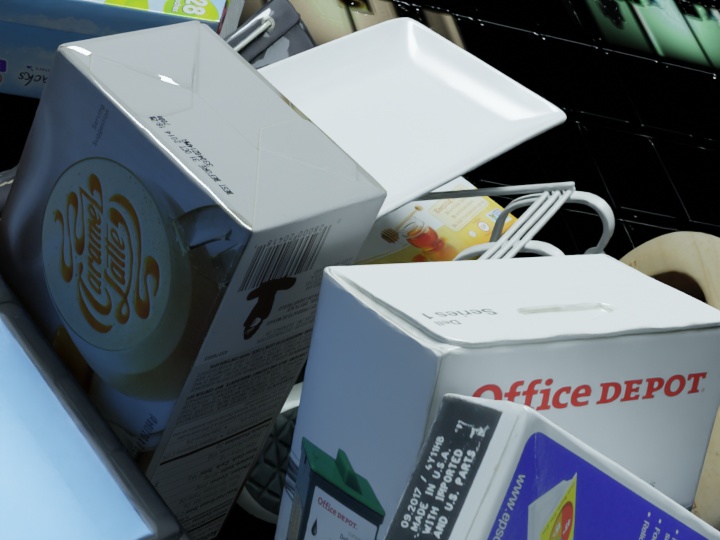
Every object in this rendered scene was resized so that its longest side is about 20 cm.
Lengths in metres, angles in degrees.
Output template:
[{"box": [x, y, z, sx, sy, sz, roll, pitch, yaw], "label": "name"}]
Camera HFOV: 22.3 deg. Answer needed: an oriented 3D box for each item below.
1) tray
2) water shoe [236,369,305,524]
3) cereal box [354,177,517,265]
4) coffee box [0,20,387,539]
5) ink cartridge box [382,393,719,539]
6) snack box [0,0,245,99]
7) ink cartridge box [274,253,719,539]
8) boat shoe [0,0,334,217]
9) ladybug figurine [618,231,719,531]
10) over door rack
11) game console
[{"box": [0.003, -0.064, 0.846, 0.107, 0.022, 0.200, 34, 36, 23], "label": "tray"}, {"box": [0.004, 0.068, 0.860, 0.199, 0.072, 0.079, -10, 21, -38], "label": "water shoe"}, {"box": [-0.030, -0.049, 0.989, 0.200, 0.040, 0.144, 38, 39, 15], "label": "cereal box"}, {"box": [-0.087, 0.018, 0.732, 0.114, 0.200, 0.080, 44, 38, 23], "label": "coffee box"}, {"box": [0.060, 0.167, 0.628, 0.043, 0.199, 0.200, 13, -15, 46], "label": "ink cartridge box"}, {"box": [-0.148, -0.162, 0.999, 0.168, 0.068, 0.200, 9, 33, -1], "label": "snack box"}, {"box": [0.047, 0.099, 0.702, 0.145, 0.201, 0.084, -2, 23, -35], "label": "ink cartridge box"}, {"box": [-0.111, -0.074, 0.885, 0.199, 0.063, 0.073, -23, 12, -9], "label": "boat shoe"}, {"box": [0.162, 0.069, 0.897, 0.072, 0.136, 0.201, 36, 35, -30], "label": "ladybug figurine"}, {"box": [0.000, 0.000, 0.835, 0.199, 0.067, 0.148, 9, 24, 22], "label": "over door rack"}, {"box": [-0.140, 0.043, 0.606, 0.170, 0.119, 0.200, -16, 58, -43], "label": "game console"}]
